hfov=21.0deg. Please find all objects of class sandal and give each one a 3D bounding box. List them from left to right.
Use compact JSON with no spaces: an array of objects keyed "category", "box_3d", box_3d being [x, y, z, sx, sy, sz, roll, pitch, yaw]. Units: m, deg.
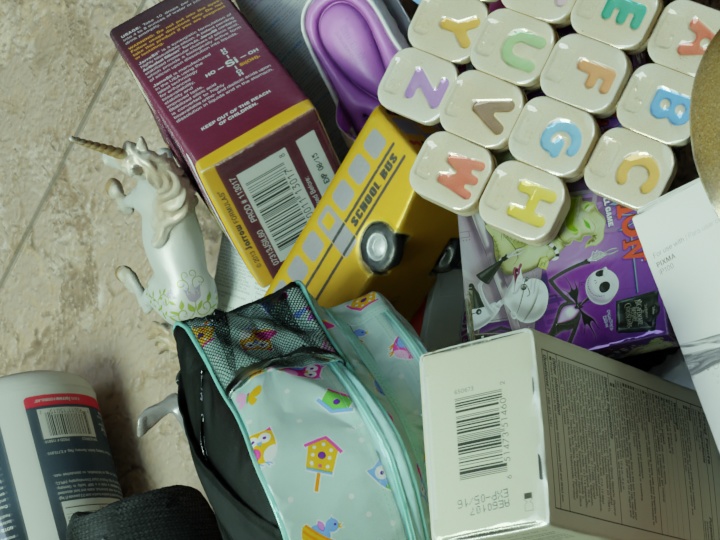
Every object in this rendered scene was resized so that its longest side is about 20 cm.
[{"category":"sandal","box_3d":[0.019,-0.099,1.244,0.082,0.050,0.203,-44,72,23]}]

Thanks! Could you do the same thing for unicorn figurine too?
[{"category":"unicorn figurine","box_3d":[-0.137,-0.030,1.319,0.200,0.074,0.137,64,165,-20]}]

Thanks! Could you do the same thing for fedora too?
[{"category":"fedora","box_3d":[-0.140,0.200,1.326,0.200,0.200,0.092,-26,71,38]}]

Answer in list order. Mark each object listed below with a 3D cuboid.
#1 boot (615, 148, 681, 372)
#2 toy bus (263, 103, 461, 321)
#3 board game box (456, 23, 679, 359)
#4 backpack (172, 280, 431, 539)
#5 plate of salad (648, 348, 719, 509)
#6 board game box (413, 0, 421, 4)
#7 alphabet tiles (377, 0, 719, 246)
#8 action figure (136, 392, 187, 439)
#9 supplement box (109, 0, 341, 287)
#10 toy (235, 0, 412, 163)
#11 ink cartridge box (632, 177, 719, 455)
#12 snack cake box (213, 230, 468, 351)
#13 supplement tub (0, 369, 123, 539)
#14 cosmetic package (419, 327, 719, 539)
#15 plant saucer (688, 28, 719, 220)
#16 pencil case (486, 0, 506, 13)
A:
[{"category":"boot","box_3d":[0.114,-0.001,1.151,0.198,0.073,0.163,-38,54,20]},{"category":"toy bus","box_3d":[0.000,0.000,1.207,0.078,0.065,0.200,50,121,32]},{"category":"board game box","box_3d":[0.112,-0.042,1.106,0.120,0.032,0.201,-13,66,21]},{"category":"backpack","box_3d":[-0.014,0.118,1.102,0.200,0.153,0.176,-113,10,-58]},{"category":"plate of salad","box_3d":[0.172,0.091,1.155,0.200,0.048,0.201,-11,70,34]},{"category":"board game box","box_3d":[0.030,-0.270,1.259,0.151,0.037,0.200,-46,54,-5]},{"category":"alphabet tiles","box_3d":[0.108,-0.118,1.103,0.195,0.015,0.200,26,88,30]},{"category":"action figure","box_3d":[-0.054,0.120,1.303,0.193,0.200,0.105,13,55,34]},{"category":"supplement box","box_3d":[-0.084,-0.096,1.299,0.085,0.111,0.200,-30,41,-6]},{"category":"toy","box_3d":[0.005,-0.138,1.313,0.115,0.047,0.200,-39,69,33]},{"category":"ink cartridge box","box_3d":[0.242,0.046,1.028,0.083,0.146,0.201,-30,69,36]},{"category":"snack cake box","box_3d":[-0.012,0.034,1.307,0.200,0.067,0.115,17,99,41]},{"category":"supplement tub","box_3d":[-0.246,0.189,1.460,0.140,0.140,0.201,-31,68,36]},{"category":"cosmetic package","box_3d":[0.118,0.104,1.035,0.073,0.200,0.104,-15,68,32]},{"category":"plant saucer","box_3d":[0.267,-0.068,0.984,0.035,0.200,0.201,121,134,-64]},{"category":"pencil case","box_3d":[0.130,-0.167,1.179,0.200,0.091,0.094,-52,26,28]}]
